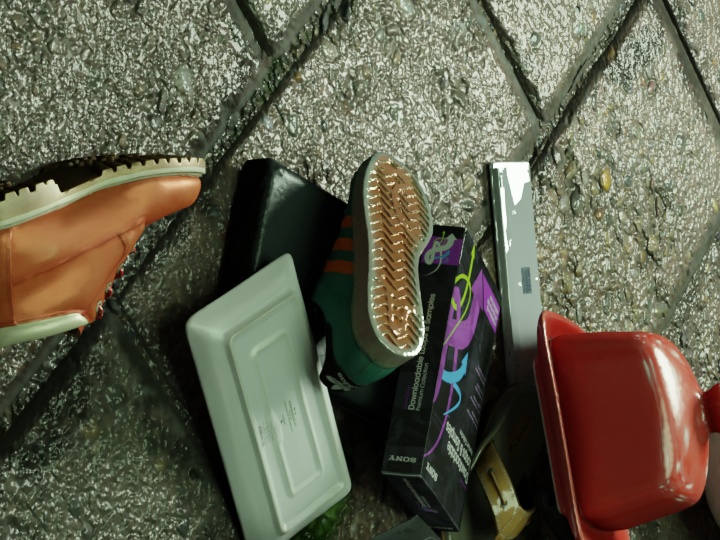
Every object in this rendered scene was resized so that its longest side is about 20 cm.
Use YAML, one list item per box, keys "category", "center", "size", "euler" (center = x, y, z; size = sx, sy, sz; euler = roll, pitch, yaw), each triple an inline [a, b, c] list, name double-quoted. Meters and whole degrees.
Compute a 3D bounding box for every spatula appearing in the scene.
- category: "spatula"
  center: [0.171, 0.231, 1.819]
  size: [0.200, 0.021, 0.057]
  euler: [67, 37, -52]

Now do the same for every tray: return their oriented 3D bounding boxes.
- category: "tray"
  center: [-0.056, 0.099, 1.536]
  size: [0.107, 0.022, 0.200]
  euler: [-34, 122, -36]

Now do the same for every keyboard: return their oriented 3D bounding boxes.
- category: "keyboard"
  center: [0.132, 0.009, 1.835]
  size: [0.056, 0.011, 0.200]
  euler: [-4, 89, -57]

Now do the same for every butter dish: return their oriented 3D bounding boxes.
- category: "butter dish"
  center: [0.235, 0.126, 1.795]
  size: [0.200, 0.148, 0.200]
  euler: [26, 53, -69]

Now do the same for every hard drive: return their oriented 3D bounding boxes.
- category: "hard drive"
  center: [-0.024, 0.018, 1.614]
  size: [0.200, 0.033, 0.140]
  euler: [30, 64, -46]

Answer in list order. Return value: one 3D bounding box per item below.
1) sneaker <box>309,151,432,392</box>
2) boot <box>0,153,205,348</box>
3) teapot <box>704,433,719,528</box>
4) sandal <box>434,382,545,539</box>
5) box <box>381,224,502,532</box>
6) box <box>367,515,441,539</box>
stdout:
- category: "sneaker"
  center: [0.000, 0.000, 1.574]
  size: [0.071, 0.080, 0.200]
  euler: [35, 39, -27]
- category: "boot"
  center: [-0.175, -0.017, 1.404]
  size: [0.200, 0.075, 0.107]
  euler: [-21, 106, -42]
- category: "teapot"
  center: [0.393, 0.199, 2.042]
  size: [0.200, 0.146, 0.197]
  euler: [-41, 89, -27]
- category: "sandal"
  center: [0.116, 0.176, 1.754]
  size: [0.082, 0.055, 0.200]
  euler: [54, 51, -33]
- category: "box"
  center: [0.064, 0.084, 1.678]
  size: [0.143, 0.036, 0.200]
  euler: [57, 42, -63]
- category: "box"
  center: [0.037, 0.297, 1.496]
  size: [0.200, 0.149, 0.124]
  euler: [45, 34, 20]
